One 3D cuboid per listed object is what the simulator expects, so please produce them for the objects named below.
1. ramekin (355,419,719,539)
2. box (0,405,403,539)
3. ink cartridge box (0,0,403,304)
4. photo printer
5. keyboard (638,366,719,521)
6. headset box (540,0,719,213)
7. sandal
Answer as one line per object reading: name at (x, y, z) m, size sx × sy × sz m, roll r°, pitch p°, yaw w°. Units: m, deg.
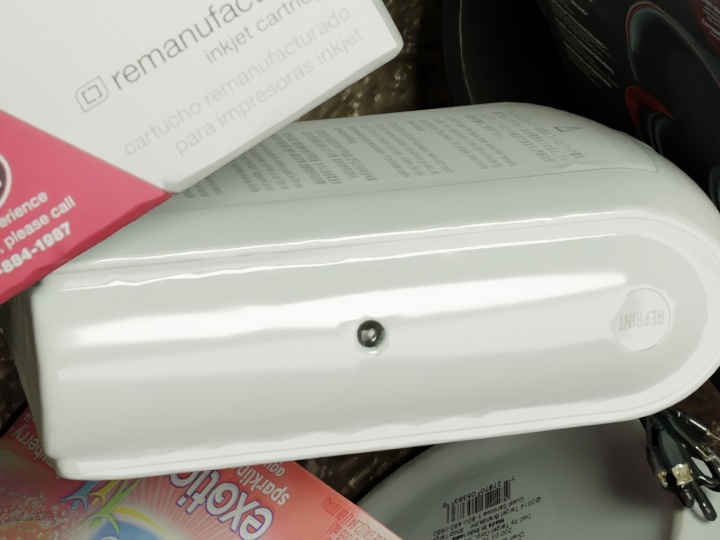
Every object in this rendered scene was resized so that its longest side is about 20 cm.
ramekin at (0.059, 0.136, 0.896) m, size 0.200 × 0.200 × 0.105 m, roll -44°, pitch 119°, yaw -12°
box at (-0.032, 0.110, 0.809) m, size 0.095 × 0.200 × 0.103 m, roll -48°, pitch 130°, yaw -9°
ink cartridge box at (-0.103, -0.105, 0.659) m, size 0.147 × 0.086 × 0.200 m, roll -32°, pitch 113°, yaw -3°
photo printer at (0.000, 0.000, 0.772) m, size 0.199 × 0.166 × 0.070 m, roll -6°, pitch 105°, yaw -12°
keyboard at (0.114, 0.021, 0.887) m, size 0.127 × 0.200 × 0.021 m, roll -8°, pitch 139°, yaw -35°
headset box at (0.118, -0.063, 0.773) m, size 0.075 × 0.149 × 0.200 m, roll -36°, pitch 140°, yaw -9°
sandal at (0.066, -0.116, 0.858) m, size 0.075 × 0.045 × 0.201 m, roll -10°, pitch 104°, yaw -42°
